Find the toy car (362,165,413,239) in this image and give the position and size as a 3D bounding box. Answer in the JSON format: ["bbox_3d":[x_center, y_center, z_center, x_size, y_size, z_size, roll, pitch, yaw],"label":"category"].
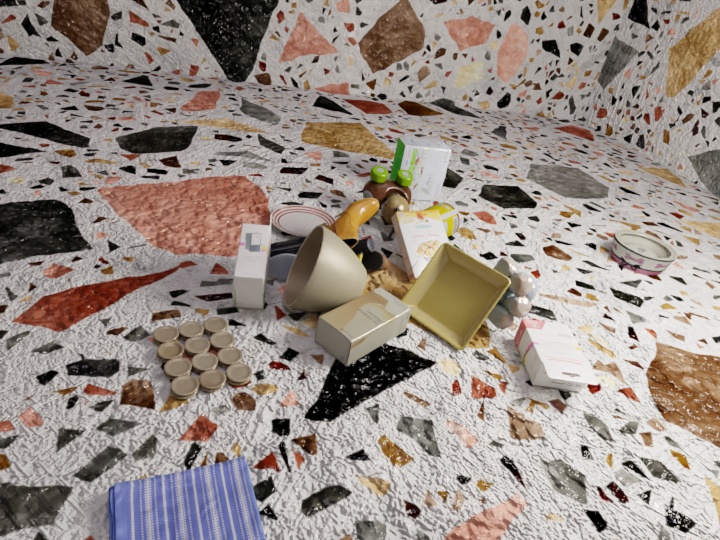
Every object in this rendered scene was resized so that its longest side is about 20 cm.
[{"bbox_3d":[0.088,-0.195,1.575,0.158,0.164,0.200,6,45,-9],"label":"toy car"}]

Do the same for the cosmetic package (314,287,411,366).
[{"bbox_3d":[0.008,0.118,1.119,0.105,0.071,0.200,33,37,30],"label":"cosmetic package"}]

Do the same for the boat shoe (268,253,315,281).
[{"bbox_3d":[-0.135,-0.012,1.290,0.200,0.070,0.066,-4,5,-5],"label":"boat shoe"}]

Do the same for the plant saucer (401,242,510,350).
[{"bbox_3d":[0.225,0.062,1.215,0.200,0.200,0.048,35,-2,32],"label":"plant saucer"}]

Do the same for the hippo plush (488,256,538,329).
[{"bbox_3d":[0.364,0.073,1.267,0.161,0.200,0.160,13,52,-46],"label":"hippo plush"}]

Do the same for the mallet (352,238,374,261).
[{"bbox_3d":[0.000,0.000,1.275,0.066,0.041,0.200,-20,45,23],"label":"mallet"}]

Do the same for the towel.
[{"bbox_3d":[-0.248,0.345,0.725,0.200,0.024,0.145,-4,36,-24],"label":"towel"}]

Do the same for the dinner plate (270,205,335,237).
[{"bbox_3d":[-0.170,-0.143,1.520,0.200,0.024,0.200,9,32,-6],"label":"dinner plate"}]

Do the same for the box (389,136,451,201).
[{"bbox_3d":[0.210,-0.359,1.816,0.176,0.200,0.097,1,33,-15],"label":"box"}]

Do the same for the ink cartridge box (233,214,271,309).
[{"bbox_3d":[-0.246,-0.026,1.174,0.067,0.117,0.200,4,50,-7],"label":"ink cartridge box"}]

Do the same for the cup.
[{"bbox_3d":[-0.071,0.015,1.173,0.143,0.200,0.200,24,27,-21],"label":"cup"}]

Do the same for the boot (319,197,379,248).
[{"bbox_3d":[-0.021,-0.110,1.337,0.201,0.071,0.144,-28,32,-3],"label":"boot"}]

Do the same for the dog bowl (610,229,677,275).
[{"bbox_3d":[0.932,-0.057,1.692,0.200,0.074,0.200,9,33,-6],"label":"dog bowl"}]

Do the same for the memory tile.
[{"bbox_3d":[-0.312,0.165,0.994,0.153,0.017,0.200,-10,38,-30],"label":"memory tile"}]

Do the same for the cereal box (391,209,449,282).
[{"bbox_3d":[0.178,-0.070,1.406,0.144,0.040,0.200,-7,70,-26],"label":"cereal box"}]

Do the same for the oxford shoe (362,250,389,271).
[{"bbox_3d":[-0.011,-0.042,1.392,0.200,0.071,0.071,27,4,28],"label":"oxford shoe"}]

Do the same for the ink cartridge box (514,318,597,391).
[{"bbox_3d":[0.429,0.198,1.132,0.116,0.068,0.200,9,30,-4],"label":"ink cartridge box"}]

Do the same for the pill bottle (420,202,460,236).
[{"bbox_3d":[0.211,-0.134,1.547,0.109,0.109,0.200,31,37,29],"label":"pill bottle"}]

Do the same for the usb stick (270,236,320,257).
[{"bbox_3d":[-0.176,-0.060,1.297,0.200,0.033,0.055,-8,29,26],"label":"usb stick"}]
